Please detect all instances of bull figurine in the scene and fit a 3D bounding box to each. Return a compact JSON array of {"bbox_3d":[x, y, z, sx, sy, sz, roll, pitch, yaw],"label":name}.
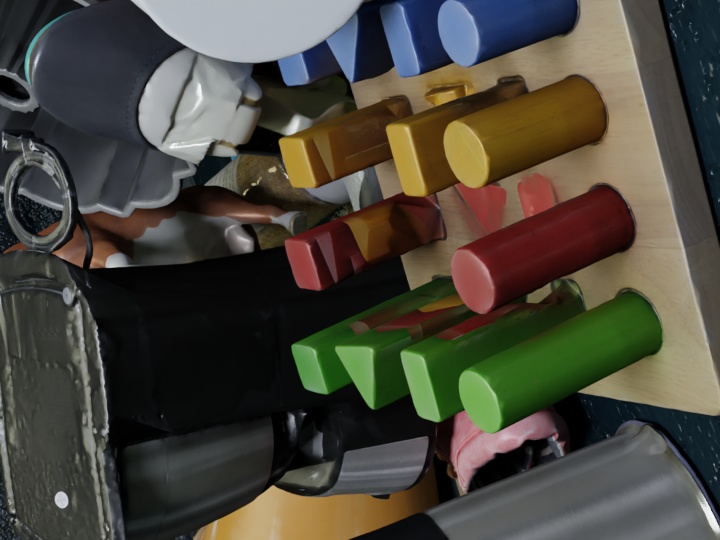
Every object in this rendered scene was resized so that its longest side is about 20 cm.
[{"bbox_3d":[-0.125,-0.002,0.860,0.121,0.200,0.065,18,122,40],"label":"bull figurine"}]

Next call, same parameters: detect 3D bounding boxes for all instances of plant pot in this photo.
[{"bbox_3d":[-0.024,0.168,1.094,0.200,0.199,0.184,-133,42,-60],"label":"plant pot"}]

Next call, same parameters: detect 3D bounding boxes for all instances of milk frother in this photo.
[{"bbox_3d":[0.047,0.152,0.732,0.200,0.188,0.181,-124,20,-49],"label":"milk frother"}]

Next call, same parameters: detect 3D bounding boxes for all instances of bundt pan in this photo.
[{"bbox_3d":[-0.162,-0.117,0.789,0.202,0.201,0.076,91,-162,-57],"label":"bundt pan"}]

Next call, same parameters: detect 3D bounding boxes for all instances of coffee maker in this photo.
[{"bbox_3d":[-0.062,0.033,0.742,0.135,0.200,0.193,32,121,42],"label":"coffee maker"}]

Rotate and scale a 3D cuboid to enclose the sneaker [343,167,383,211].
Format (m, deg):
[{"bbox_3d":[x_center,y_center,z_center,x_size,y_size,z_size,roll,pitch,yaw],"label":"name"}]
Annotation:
[{"bbox_3d":[-0.027,-0.106,0.865,0.076,0.087,0.201,174,79,-76],"label":"sneaker"}]

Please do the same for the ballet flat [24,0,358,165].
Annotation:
[{"bbox_3d":[-0.056,-0.080,0.704,0.073,0.200,0.073,-1,89,38],"label":"ballet flat"}]

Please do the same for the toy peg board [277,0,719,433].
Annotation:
[{"bbox_3d":[0.032,-0.032,0.621,0.200,0.098,0.200,5,115,59],"label":"toy peg board"}]

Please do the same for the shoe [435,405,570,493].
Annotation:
[{"bbox_3d":[0.055,0.084,0.837,0.200,0.071,0.091,113,145,-63],"label":"shoe"}]

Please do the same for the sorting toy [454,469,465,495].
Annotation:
[{"bbox_3d":[0.107,0.189,0.896,0.200,0.036,0.186,-143,35,-75],"label":"sorting toy"}]

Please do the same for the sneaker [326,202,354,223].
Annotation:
[{"bbox_3d":[0.000,0.000,0.926,0.200,0.088,0.077,-141,33,-67],"label":"sneaker"}]

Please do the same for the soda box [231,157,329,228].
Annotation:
[{"bbox_3d":[-0.034,-0.036,1.064,0.064,0.068,0.201,174,77,-76],"label":"soda box"}]

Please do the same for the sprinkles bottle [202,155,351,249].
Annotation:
[{"bbox_3d":[-0.065,-0.040,0.981,0.200,0.068,0.068,-35,73,44],"label":"sprinkles bottle"}]

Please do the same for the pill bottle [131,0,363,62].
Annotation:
[{"bbox_3d":[-0.054,-0.158,0.632,0.200,0.114,0.115,-114,9,-64],"label":"pill bottle"}]
